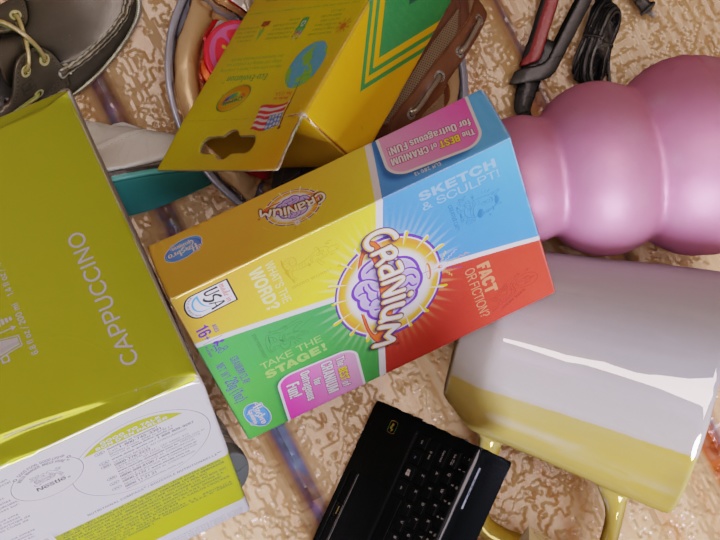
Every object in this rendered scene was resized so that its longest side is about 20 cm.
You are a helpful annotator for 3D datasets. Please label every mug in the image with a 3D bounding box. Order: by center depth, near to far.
[{"bbox_3d":[0.129,0.072,1.221,0.153,0.149,0.187,15,68,2],"label":"mug"}]

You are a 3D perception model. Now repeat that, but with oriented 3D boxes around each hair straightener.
[{"bbox_3d":[0.152,-0.170,1.281,0.077,0.041,0.200,18,87,-5],"label":"hair straightener"}]

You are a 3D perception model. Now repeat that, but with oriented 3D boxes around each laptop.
[{"bbox_3d":[0.003,0.168,1.164,0.103,0.200,0.177,28,86,-39],"label":"laptop"}]

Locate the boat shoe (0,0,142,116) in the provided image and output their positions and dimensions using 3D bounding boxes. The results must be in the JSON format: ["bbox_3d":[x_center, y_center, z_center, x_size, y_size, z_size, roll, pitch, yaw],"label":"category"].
[{"bbox_3d":[-0.221,-0.123,1.227,0.202,0.060,0.072,-32,92,-6],"label":"boat shoe"}]

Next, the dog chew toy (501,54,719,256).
[{"bbox_3d":[0.159,-0.063,1.233,0.200,0.125,0.125,-9,89,-11],"label":"dog chew toy"}]

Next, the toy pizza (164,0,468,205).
[{"bbox_3d":[-0.022,-0.121,1.238,0.200,0.032,0.201,3,81,-21],"label":"toy pizza"}]

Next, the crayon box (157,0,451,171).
[{"bbox_3d":[-0.022,-0.127,1.151,0.051,0.127,0.200,40,70,-31],"label":"crayon box"}]

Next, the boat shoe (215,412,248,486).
[{"bbox_3d":[-0.166,0.149,1.227,0.202,0.074,0.065,-33,57,-4],"label":"boat shoe"}]

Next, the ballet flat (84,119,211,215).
[{"bbox_3d":[-0.185,-0.056,1.233,0.200,0.069,0.070,-21,91,-6],"label":"ballet flat"}]

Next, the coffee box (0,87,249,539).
[{"bbox_3d":[-0.198,0.059,1.124,0.200,0.198,0.200,-24,63,-7],"label":"coffee box"}]

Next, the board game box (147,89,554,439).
[{"bbox_3d":[0.000,0.000,1.121,0.200,0.153,0.040,-26,53,-1],"label":"board game box"}]

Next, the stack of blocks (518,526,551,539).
[{"bbox_3d":[0.072,0.257,1.220,0.115,0.059,0.200,32,104,-5],"label":"stack of blocks"}]

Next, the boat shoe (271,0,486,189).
[{"bbox_3d":[0.017,-0.097,1.194,0.072,0.076,0.200,36,75,-26],"label":"boat shoe"}]
